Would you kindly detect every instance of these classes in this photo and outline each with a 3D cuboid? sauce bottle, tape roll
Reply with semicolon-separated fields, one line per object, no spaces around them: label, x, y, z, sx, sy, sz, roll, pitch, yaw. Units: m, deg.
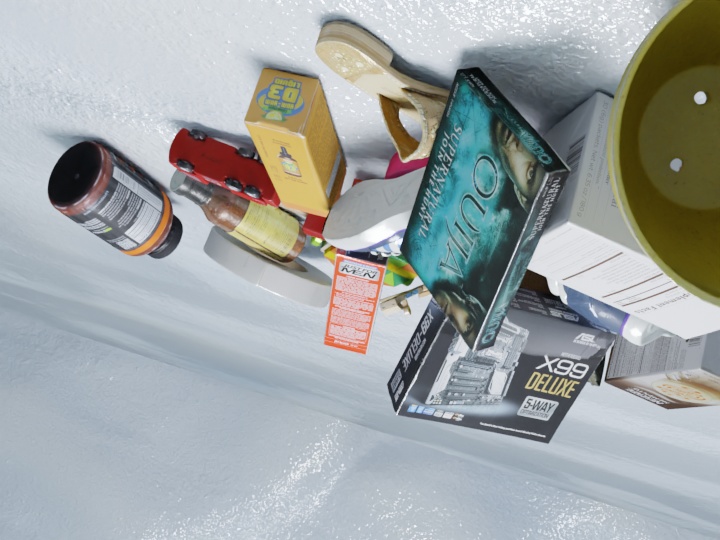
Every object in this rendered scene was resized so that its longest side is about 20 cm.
sauce bottle;-0.159;-0.078;1.241;0.199;0.067;0.065;33;158;-37
tape roll;-0.130;-0.006;1.350;0.200;0.038;0.203;26;-173;-3

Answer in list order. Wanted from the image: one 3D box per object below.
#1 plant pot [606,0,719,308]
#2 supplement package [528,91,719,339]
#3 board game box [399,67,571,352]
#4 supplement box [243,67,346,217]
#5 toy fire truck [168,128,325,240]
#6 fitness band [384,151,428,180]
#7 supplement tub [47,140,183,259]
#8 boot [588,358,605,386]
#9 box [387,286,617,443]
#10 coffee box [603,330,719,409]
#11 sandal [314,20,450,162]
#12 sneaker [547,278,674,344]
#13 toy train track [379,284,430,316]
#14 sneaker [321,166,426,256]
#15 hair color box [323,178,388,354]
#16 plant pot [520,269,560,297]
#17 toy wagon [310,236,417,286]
plant pot;0.245;-0.084;0.608;0.196;0.204;0.142;18;-171;0
supplement package;0.245;-0.041;0.807;0.197;0.124;0.120;22;161;-12
board game box;0.098;-0.048;0.801;0.028;0.136;0.202;-12;139;-28
supplement box;-0.062;-0.127;0.978;0.065;0.070;0.200;15;165;11
toy fire truck;-0.123;-0.102;1.138;0.196;0.050;0.141;21;173;13
fitness band;0.120;-0.076;0.988;0.196;0.038;0.144;15;163;8
supplement tub;-0.336;-0.089;1.324;0.105;0.109;0.200;8;160;32
boot;0.240;0.095;1.336;0.196;0.074;0.183;1;143;30
box;0.148;0.094;0.992;0.196;0.160;0.050;14;-150;-22
coffee box;0.417;0.117;1.193;0.112;0.081;0.200;23;163;-13
sandal;0.040;-0.133;0.835;0.209;0.071;0.077;28;161;-29
sneaker;0.267;0.003;0.975;0.146;0.082;0.198;36;-154;27
toy train track;0.069;0.043;1.266;0.113;0.033;0.200;-19;179;19
sneaker;0.067;-0.031;0.983;0.146;0.082;0.198;37;148;-30
hair color box;0.000;0.000;1.128;0.062;0.113;0.201;13;145;0
plant pot;0.187;0.043;1.094;0.195;0.191;0.187;1;163;1
toy wagon;0.023;-0.029;1.236;0.153;0.040;0.200;23;163;-15
